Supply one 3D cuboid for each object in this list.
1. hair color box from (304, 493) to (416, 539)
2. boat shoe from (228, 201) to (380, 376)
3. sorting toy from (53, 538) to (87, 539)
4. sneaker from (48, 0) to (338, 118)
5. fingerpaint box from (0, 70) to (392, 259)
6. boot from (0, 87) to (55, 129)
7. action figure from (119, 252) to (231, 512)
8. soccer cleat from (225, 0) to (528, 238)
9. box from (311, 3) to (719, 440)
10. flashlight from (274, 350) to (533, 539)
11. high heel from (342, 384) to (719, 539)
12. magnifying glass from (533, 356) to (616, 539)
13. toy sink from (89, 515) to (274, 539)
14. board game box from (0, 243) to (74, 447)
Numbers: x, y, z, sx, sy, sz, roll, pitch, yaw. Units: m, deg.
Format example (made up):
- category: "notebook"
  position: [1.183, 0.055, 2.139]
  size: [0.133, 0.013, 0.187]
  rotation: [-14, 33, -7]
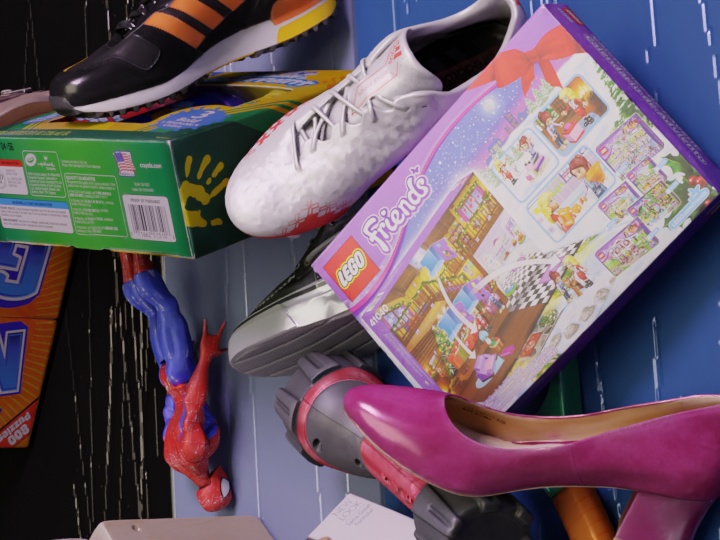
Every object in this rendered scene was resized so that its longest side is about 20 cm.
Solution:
- category: "hair color box"
  position: [0.036, 0.203, 1.061]
  size: [0.199, 0.109, 0.065]
  rotation: [14, 138, 46]
- category: "boat shoe"
  position: [0.000, 0.000, 1.161]
  size: [0.199, 0.072, 0.072]
  rotation: [-29, 58, 29]
- category: "sorting toy"
  position: [-0.229, 0.264, 1.100]
  size: [0.107, 0.179, 0.202]
  rotation: [-32, 64, 39]
- category: "sneaker"
  position: [-0.110, -0.160, 1.180]
  size: [0.070, 0.199, 0.091]
  rotation: [11, 124, 58]
- category: "fingerpaint box"
  position: [-0.109, -0.070, 1.192]
  size: [0.199, 0.166, 0.074]
  rotation: [5, 111, 46]
- category: "boot"
  position: [-0.237, -0.086, 1.315]
  size: [0.145, 0.199, 0.071]
  rotation: [10, 103, 37]
- category: "action figure"
  position: [-0.118, 0.058, 1.275]
  size: [0.065, 0.051, 0.202]
  rotation: [-24, 77, 64]
- category: "soccer cleat"
  position: [0.010, -0.089, 1.072]
  size: [0.199, 0.085, 0.069]
  rotation: [-31, 71, -8]
- category: "box"
  position: [0.083, -0.022, 1.042]
  size: [0.137, 0.039, 0.200]
  rotation: [49, 114, 14]
- category: "flashlight"
  position: [0.020, 0.107, 1.090]
  size: [0.200, 0.067, 0.069]
  rotation: [37, 147, 58]
- category: "high heel"
  position: [0.093, 0.074, 0.992]
  size: [0.198, 0.067, 0.097]
  rotation: [23, 113, 9]
- category: "magnifying glass"
  position: [0.105, 0.101, 1.067]
  size: [0.080, 0.022, 0.201]
  rotation: [-44, 58, 33]
- category: "toy sink"
  position: [-0.132, 0.259, 1.221]
  size: [0.112, 0.130, 0.201]
  rotation: [49, 121, 37]
- category: "board game box"
  position: [-0.351, -0.001, 1.418]
  size: [0.199, 0.199, 0.202]
  rotation: [25, 104, 45]
